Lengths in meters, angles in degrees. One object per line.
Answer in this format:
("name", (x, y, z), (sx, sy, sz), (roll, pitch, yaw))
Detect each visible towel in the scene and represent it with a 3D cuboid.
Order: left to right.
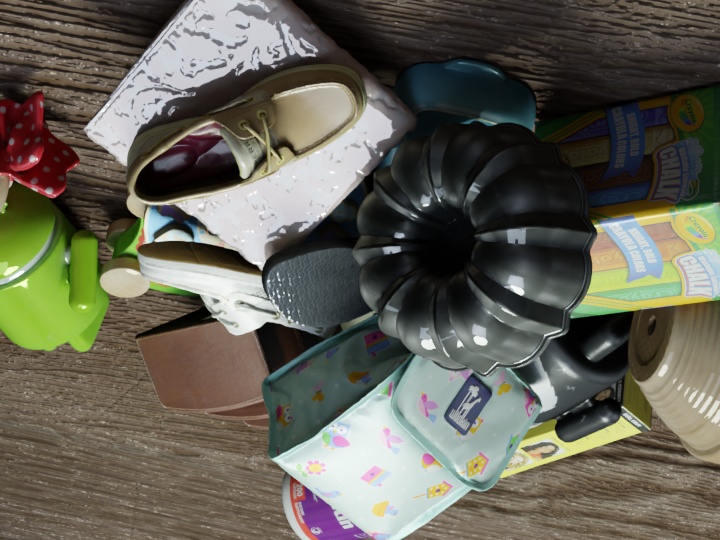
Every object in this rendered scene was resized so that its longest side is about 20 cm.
("towel", (-0.087, -0.120, 1.108), (0.200, 0.032, 0.191), (39, 112, -18))

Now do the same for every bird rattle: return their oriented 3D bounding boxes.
("bird rattle", (-0.357, -0.087, 1.214), (0.199, 0.164, 0.113), (22, 162, 2))

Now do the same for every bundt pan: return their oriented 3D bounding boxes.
("bundt pan", (0.075, -0.021, 1.063), (0.201, 0.203, 0.076), (-17, 166, 33))

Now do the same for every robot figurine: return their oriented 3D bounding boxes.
("robot figurine", (-0.320, -0.004, 1.338), (0.174, 0.116, 0.200), (1, 143, 26))
("robot figurine", (0.173, 0.071, 1.295), (0.124, 0.151, 0.200), (16, 146, -29))

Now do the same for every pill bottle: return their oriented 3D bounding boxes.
("pill bottle", (0.014, 0.245, 1.585), (0.199, 0.113, 0.112), (-19, 134, 35))

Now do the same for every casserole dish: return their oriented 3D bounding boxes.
("casserole dish", (0.076, -0.095, 1.174), (0.120, 0.039, 0.201), (12, 143, -2))

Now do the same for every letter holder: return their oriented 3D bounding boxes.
("letter holder", (-0.107, 0.103, 1.347), (0.199, 0.100, 0.143), (-12, 98, 49))

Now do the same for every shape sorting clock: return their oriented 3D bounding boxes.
("shape sorting clock", (-0.090, -0.043, 1.214), (0.198, 0.039, 0.201), (-6, 136, -6))

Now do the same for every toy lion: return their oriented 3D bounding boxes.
("toy lion", (-0.130, -0.040, 1.289), (0.190, 0.069, 0.200), (13, 141, -15))

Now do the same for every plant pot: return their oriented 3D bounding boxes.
("plant pot", (0.288, 0.056, 1.176), (0.092, 0.202, 0.201), (14, 144, -8))

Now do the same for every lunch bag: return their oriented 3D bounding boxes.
("lunch bag", (0.041, 0.123, 1.211), (0.199, 0.122, 0.170), (-33, 127, 18))

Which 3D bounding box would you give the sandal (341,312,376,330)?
("sandal", (0.012, 0.075, 1.376), (0.080, 0.057, 0.201), (-44, 128, -2))

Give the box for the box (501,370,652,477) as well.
("box", (0.209, 0.150, 1.438), (0.050, 0.076, 0.199), (37, 138, -28))

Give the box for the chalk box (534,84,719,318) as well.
("chalk box", (0.246, -0.054, 1.107), (0.199, 0.125, 0.125), (-9, 140, 26))

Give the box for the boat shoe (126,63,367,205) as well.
("boat shoe", (-0.088, -0.096, 1.065), (0.199, 0.067, 0.074), (-22, 115, 11))

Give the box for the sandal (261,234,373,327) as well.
("sandal", (0.000, 0.001, 1.183), (0.199, 0.043, 0.077), (-7, 121, -33))

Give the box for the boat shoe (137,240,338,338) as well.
("boat shoe", (-0.100, 0.023, 1.191), (0.199, 0.071, 0.070), (12, 105, -25))
